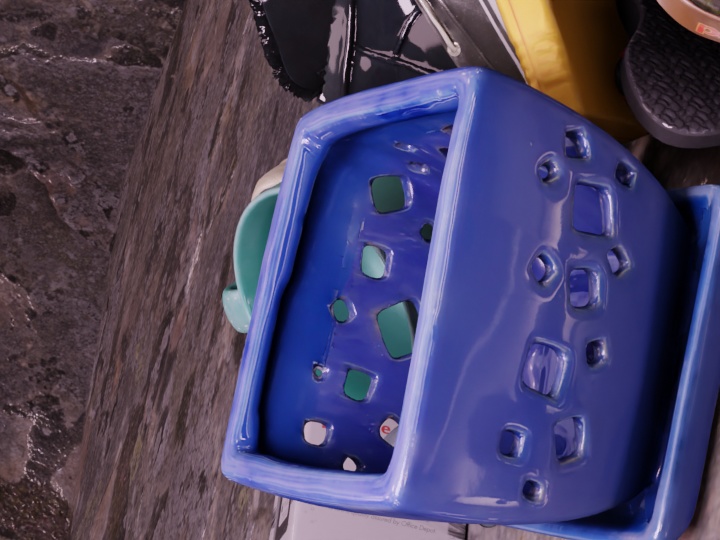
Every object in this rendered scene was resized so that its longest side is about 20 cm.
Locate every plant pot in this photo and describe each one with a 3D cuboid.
[{"bbox_3d":[0.064,0.030,0.886,0.200,0.179,0.202,-7,69,64],"label":"plant pot"}]

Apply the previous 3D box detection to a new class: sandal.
[{"bbox_3d":[0.161,-0.103,0.924,0.200,0.074,0.045,-84,8,-60],"label":"sandal"}]

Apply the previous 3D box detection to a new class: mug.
[{"bbox_3d":[0.004,-0.006,1.113,0.184,0.114,0.153,31,133,34],"label":"mug"}]

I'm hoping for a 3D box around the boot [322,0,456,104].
[{"bbox_3d":[0.065,-0.162,1.079,0.076,0.167,0.202,-18,-60,-53],"label":"boot"}]

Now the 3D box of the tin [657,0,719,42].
[{"bbox_3d":[0.186,-0.196,0.824,0.042,0.111,0.202,59,-139,-71],"label":"tin"}]

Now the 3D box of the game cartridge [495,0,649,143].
[{"bbox_3d":[0.097,-0.165,0.952,0.176,0.032,0.202,-2,-105,-67],"label":"game cartridge"}]

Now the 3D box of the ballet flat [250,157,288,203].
[{"bbox_3d":[0.027,-0.042,1.199,0.069,0.198,0.070,9,-90,-75],"label":"ballet flat"}]

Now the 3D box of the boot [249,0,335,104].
[{"bbox_3d":[-0.002,-0.210,1.199,0.074,0.161,0.199,-99,-11,-48],"label":"boot"}]

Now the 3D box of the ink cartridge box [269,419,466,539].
[{"bbox_3d":[0.006,0.155,1.178,0.067,0.115,0.201,125,156,-58],"label":"ink cartridge box"}]

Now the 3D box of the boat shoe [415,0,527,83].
[{"bbox_3d":[0.086,-0.100,0.988,0.063,0.201,0.071,-22,22,22],"label":"boat shoe"}]

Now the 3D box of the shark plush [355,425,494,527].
[{"bbox_3d":[0.070,0.085,1.059,0.200,0.083,0.092,-40,52,50],"label":"shark plush"}]
